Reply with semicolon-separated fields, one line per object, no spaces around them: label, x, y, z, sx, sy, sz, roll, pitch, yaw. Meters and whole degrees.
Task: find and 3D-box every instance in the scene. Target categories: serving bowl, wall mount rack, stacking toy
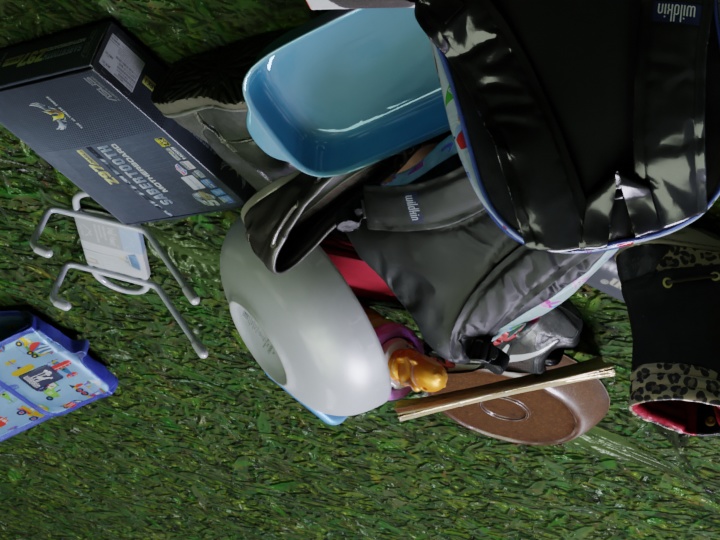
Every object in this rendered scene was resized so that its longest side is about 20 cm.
serving bowl;-0.060;0.043;1.308;0.200;0.066;0.200;49;160;24
wall mount rack;-0.224;0.007;1.517;0.173;0.075;0.200;15;153;7
stacking toy;0.014;0.081;1.419;0.116;0.110;0.200;41;161;-28

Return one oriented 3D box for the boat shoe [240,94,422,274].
boat shoe;-0.005;-0.071;1.170;0.200;0.057;0.067;-38;146;22

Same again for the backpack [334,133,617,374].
backpack;0.106;-0.045;1.102;0.200;0.127;0.167;-36;102;30

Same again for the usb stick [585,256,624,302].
usb stick;0.241;0.014;1.292;0.200;0.033;0.055;25;153;-12

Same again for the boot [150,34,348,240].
boot;-0.049;-0.094;1.232;0.182;0.073;0.200;5;146;50

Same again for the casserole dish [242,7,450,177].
casserole dish;0.013;-0.139;1.079;0.200;0.039;0.121;-23;130;19

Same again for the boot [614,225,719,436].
boot;0.284;0.051;1.188;0.200;0.151;0.073;14;151;-17

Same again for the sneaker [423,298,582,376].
sneaker;0.127;0.061;1.405;0.098;0.071;0.200;29;150;-17

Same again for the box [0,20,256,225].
box;-0.201;-0.116;1.305;0.157;0.051;0.200;-5;145;39

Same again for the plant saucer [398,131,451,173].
plant saucer;0.103;-0.048;1.230;0.200;0.030;0.200;17;144;13

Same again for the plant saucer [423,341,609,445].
plant saucer;0.146;0.124;1.551;0.200;0.035;0.200;14;152;7

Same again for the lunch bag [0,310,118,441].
lunch bag;-0.388;0.108;1.814;0.200;0.094;0.151;-16;138;29

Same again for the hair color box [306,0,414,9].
hair color box;-0.014;-0.245;0.944;0.101;0.061;0.200;3;149;26

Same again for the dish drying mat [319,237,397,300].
dish drying mat;0.000;0.000;1.360;0.077;0.018;0.200;13;171;7

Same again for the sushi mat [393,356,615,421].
sushi mat;0.128;0.107;1.421;0.200;0.012;0.096;-13;-178;4

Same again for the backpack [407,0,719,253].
backpack;0.134;-0.104;0.942;0.200;0.191;0.154;-10;173;10
